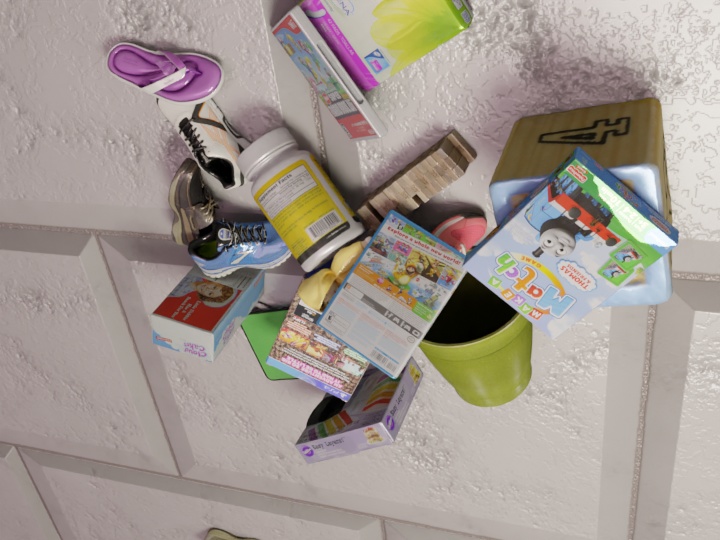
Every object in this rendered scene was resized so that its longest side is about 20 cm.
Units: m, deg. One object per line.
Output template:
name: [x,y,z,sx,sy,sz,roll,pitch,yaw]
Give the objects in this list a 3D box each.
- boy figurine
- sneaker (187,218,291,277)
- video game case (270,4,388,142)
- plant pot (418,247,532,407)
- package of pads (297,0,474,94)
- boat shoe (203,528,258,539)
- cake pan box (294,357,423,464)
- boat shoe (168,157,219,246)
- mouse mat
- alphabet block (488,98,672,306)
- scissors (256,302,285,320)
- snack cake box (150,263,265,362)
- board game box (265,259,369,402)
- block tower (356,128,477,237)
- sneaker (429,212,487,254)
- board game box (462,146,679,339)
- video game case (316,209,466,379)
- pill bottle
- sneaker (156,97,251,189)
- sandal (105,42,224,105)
boy figurine: [0.000,0.000,1.177,0.064,0.200,0.125,51,153,33]
sneaker: [-0.194,-0.044,1.268,0.199,0.079,0.089,-17,155,15]
video game case: [-0.045,-0.264,1.065,0.017,0.143,0.200,-40,106,-8]
plant pot: [0.183,0.103,1.186,0.200,0.201,0.193,-5,133,25]
package of pads: [0.027,-0.341,1.010,0.200,0.068,0.155,-25,112,33]
boat shoe: [-0.289,0.681,1.846,0.199,0.065,0.072,13,127,14]
cake pan box: [-0.002,0.246,1.352,0.200,0.184,0.052,-22,108,34]
boat shoe: [-0.270,-0.109,1.284,0.073,0.075,0.200,20,146,3]
mouse mat: [-0.118,0.136,1.421,0.199,0.008,0.161,-8,119,25]
alphabet block: [0.291,-0.085,0.990,0.196,0.200,0.196,-3,121,24]
scissors: [-0.111,0.104,1.407,0.199,0.014,0.073,11,128,14]
snack cake box: [-0.255,0.056,1.316,0.115,0.200,0.067,17,128,11]
board game box: [-0.046,0.094,1.302,0.159,0.097,0.200,26,124,-2]
block tower: [0.077,-0.125,1.145,0.054,0.058,0.200,46,126,-12]
sneaker: [0.118,-0.004,1.145,0.087,0.200,0.074,52,177,33]
board game box: [0.239,-0.024,0.902,0.151,0.037,0.200,38,129,-5]
video game case: [0.047,0.032,1.103,0.143,0.018,0.200,33,90,19]
pill bottle: [-0.093,-0.109,1.169,0.114,0.114,0.200,-38,86,37]
sneaker: [-0.243,-0.210,1.207,0.200,0.080,0.074,42,130,-6]
sandal: [-0.304,-0.300,1.167,0.202,0.050,0.083,13,90,16]
